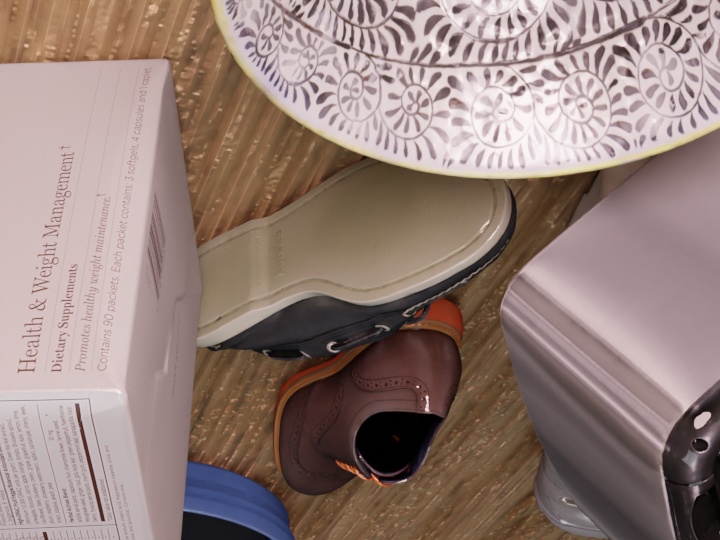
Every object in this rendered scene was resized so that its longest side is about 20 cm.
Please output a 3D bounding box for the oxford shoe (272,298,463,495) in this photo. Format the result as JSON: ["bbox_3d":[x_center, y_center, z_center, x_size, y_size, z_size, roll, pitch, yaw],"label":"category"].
[{"bbox_3d":[-0.003,0.089,0.892,0.070,0.073,0.200,9,147,-17],"label":"oxford shoe"}]

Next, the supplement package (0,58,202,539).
[{"bbox_3d":[-0.174,0.029,0.657,0.198,0.192,0.148,-2,134,1],"label":"supplement package"}]

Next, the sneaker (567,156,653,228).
[{"bbox_3d":[0.137,-0.026,0.706,0.076,0.081,0.201,0,147,1],"label":"sneaker"}]

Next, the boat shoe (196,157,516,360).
[{"bbox_3d":[0.000,0.002,0.753,0.198,0.075,0.066,-24,144,33],"label":"boat shoe"}]

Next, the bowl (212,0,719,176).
[{"bbox_3d":[0.052,-0.125,0.515,0.198,0.095,0.201,-1,148,-1],"label":"bowl"}]

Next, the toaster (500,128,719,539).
[{"bbox_3d":[0.163,0.046,0.646,0.200,0.119,0.181,-39,136,-11],"label":"toaster"}]

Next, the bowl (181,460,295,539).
[{"bbox_3d":[-0.140,0.179,1.065,0.198,0.040,0.201,0,148,0],"label":"bowl"}]

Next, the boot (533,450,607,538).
[{"bbox_3d":[0.202,0.122,0.946,0.198,0.074,0.096,-2,155,4],"label":"boot"}]
